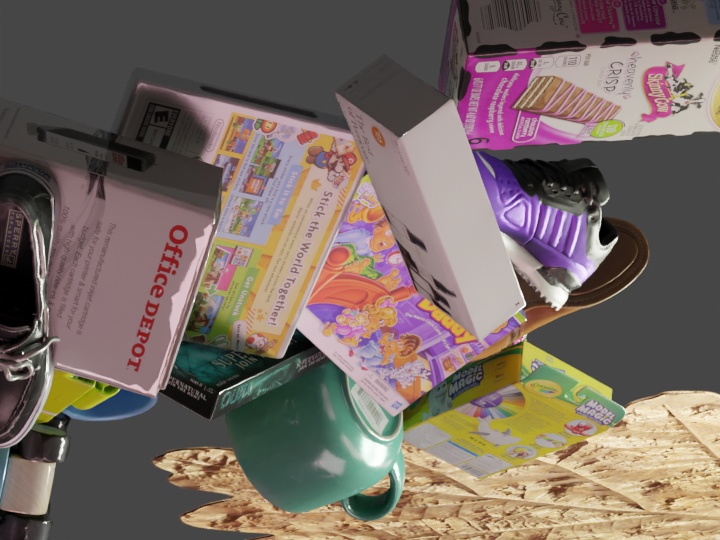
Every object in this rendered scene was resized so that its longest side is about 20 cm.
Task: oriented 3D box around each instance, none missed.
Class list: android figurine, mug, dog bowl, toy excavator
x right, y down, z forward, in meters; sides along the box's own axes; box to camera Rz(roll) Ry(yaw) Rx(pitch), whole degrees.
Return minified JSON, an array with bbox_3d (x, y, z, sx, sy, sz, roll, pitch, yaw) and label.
[{"bbox_3d":[-0.289,0.077,1.608,0.181,0.041,0.200,20,155,-21],"label":"android figurine"},{"bbox_3d":[-0.023,0.133,1.782,0.114,0.153,0.185,-24,152,29],"label":"mug"},{"bbox_3d":[-0.229,0.080,1.729,0.111,0.050,0.200,-6,157,-3],"label":"dog bowl"},{"bbox_3d":[-0.361,0.155,1.730,0.198,0.101,0.194,13,-175,-12],"label":"toy excavator"}]

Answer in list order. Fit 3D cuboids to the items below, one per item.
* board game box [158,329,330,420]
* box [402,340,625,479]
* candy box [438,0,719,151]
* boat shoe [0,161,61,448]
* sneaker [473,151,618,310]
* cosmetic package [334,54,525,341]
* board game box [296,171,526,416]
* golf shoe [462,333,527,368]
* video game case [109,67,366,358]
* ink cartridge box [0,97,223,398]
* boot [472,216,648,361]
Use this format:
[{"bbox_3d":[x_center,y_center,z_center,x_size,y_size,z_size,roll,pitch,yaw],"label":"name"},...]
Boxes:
[{"bbox_3d":[-0.117,0.051,1.501,0.135,0.028,0.200,26,-160,18],"label":"board game box"},{"bbox_3d":[0.136,0.125,1.792,0.117,0.049,0.199,29,146,-30],"label":"box"},{"bbox_3d":[0.158,-0.140,1.321,0.198,0.061,0.137,-6,156,-5],"label":"candy box"},{"bbox_3d":[-0.226,0.034,1.255,0.073,0.068,0.201,14,115,-6],"label":"boat shoe"},{"bbox_3d":[0.133,-0.058,1.506,0.099,0.070,0.200,-38,136,9],"label":"sneaker"},{"bbox_3d":[0.050,-0.047,1.372,0.051,0.082,0.201,-38,133,-16],"label":"cosmetic package"},{"bbox_3d":[0.015,0.007,1.499,0.134,0.045,0.200,-37,126,13],"label":"board game box"},{"bbox_3d":[0.112,0.111,1.889,0.091,0.076,0.200,1,149,2],"label":"golf shoe"},{"bbox_3d":[-0.105,-0.035,1.393,0.181,0.023,0.201,12,120,-23],"label":"video game case"},{"bbox_3d":[-0.204,-0.020,1.313,0.199,0.083,0.148,18,114,-8],"label":"ink cartridge box"},{"bbox_3d":[0.146,0.020,1.689,0.199,0.074,0.155,-21,170,-1],"label":"boot"}]
